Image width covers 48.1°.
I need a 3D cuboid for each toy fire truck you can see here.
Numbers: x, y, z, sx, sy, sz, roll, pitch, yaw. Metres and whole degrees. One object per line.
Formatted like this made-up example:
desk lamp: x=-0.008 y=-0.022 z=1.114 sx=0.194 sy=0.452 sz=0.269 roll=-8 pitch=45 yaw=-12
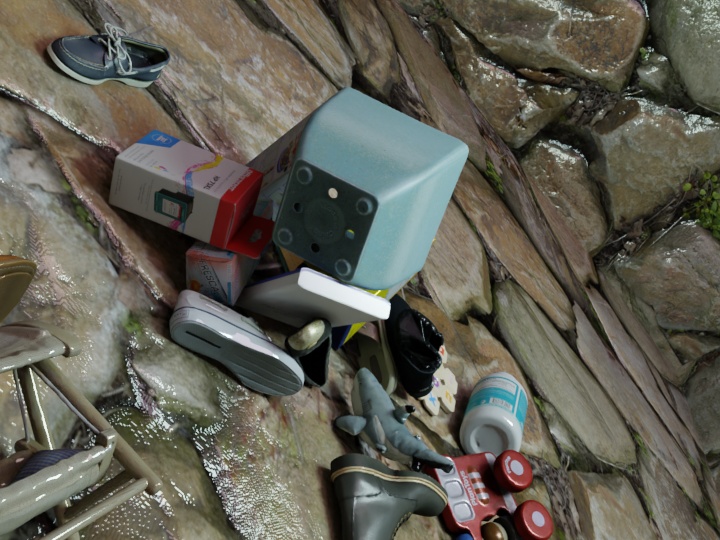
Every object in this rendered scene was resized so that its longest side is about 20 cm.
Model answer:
toy fire truck: x=0.197 y=0.385 z=1.277 sx=0.166 sy=0.112 sz=0.203 roll=0 pitch=57 yaw=-34

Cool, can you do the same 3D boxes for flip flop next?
flip flop: x=-0.002 y=0.105 z=1.264 sx=0.057 sy=0.081 sz=0.203 roll=1 pitch=64 yaw=-44

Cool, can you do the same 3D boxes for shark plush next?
shark plush: x=0.044 y=0.215 z=1.113 sx=0.090 sy=0.084 sz=0.199 roll=25 pitch=5 yaw=-38

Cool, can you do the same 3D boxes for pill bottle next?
pill bottle: x=0.250 y=0.263 z=1.487 sx=0.111 sy=0.110 sz=0.200 roll=54 pitch=25 yaw=-6

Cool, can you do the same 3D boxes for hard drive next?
hard drive: x=-0.069 y=0.041 z=1.039 sx=0.130 sy=0.199 sz=0.026 roll=22 pitch=71 yaw=-27

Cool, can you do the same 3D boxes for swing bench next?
swing bench: x=-0.293 y=0.137 z=0.604 sx=0.202 sy=0.129 sz=0.198 roll=59 pitch=25 yaw=5

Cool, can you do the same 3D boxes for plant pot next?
plant pot: x=-0.006 y=-0.090 z=1.015 sx=0.194 sy=0.198 sz=0.200 roll=27 pitch=27 yaw=12

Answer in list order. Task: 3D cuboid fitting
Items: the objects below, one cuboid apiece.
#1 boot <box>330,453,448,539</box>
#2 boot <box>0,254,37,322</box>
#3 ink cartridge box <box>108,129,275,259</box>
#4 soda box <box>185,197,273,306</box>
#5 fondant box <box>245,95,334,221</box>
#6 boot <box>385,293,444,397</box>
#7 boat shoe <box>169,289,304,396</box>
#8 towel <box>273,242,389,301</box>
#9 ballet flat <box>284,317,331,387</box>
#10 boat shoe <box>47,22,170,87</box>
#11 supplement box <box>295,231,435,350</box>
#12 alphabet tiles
boot: x=0.041 y=0.339 z=1.070 sx=0.198 sy=0.077 sz=0.140 roll=23 pitch=43 yaw=-31
boot: x=-0.382 y=-0.010 z=0.686 sx=0.154 sy=0.077 sz=0.200 roll=31 pitch=13 yaw=3
ink cartridge box: x=-0.199 y=-0.097 z=1.018 sx=0.197 sy=0.068 sz=0.117 roll=21 pitch=29 yaw=1
soda box: x=-0.170 y=-0.032 z=1.075 sx=0.201 sy=0.062 sz=0.069 roll=-70 pitch=166 yaw=-61
fondant box: x=-0.101 y=-0.158 z=1.224 sx=0.058 sy=0.199 sz=0.145 roll=42 pitch=29 yaw=-26
boot: x=0.074 y=0.094 z=1.301 sx=0.169 sy=0.075 sz=0.203 roll=93 pitch=-22 yaw=-64
boat shoe: x=-0.145 y=0.085 z=1.003 sx=0.199 sy=0.073 sz=0.067 roll=39 pitch=32 yaw=-34
towel: x=-0.052 y=-0.015 z=1.263 sx=0.144 sy=0.022 sz=0.202 roll=-15 pitch=67 yaw=-23
ballet flat: x=-0.059 y=0.107 z=1.061 sx=0.057 sy=0.066 sz=0.200 roll=61 pitch=-7 yaw=17
boat shoe: x=-0.338 y=-0.294 z=1.108 sx=0.199 sy=0.061 sz=0.076 roll=-6 pitch=67 yaw=-62
supplement box: x=0.000 y=0.000 z=1.192 sx=0.109 sy=0.109 sz=0.200 roll=42 pitch=59 yaw=11
alphabet tiles: x=0.110 y=0.163 z=1.457 sx=0.200 sy=0.014 sz=0.197 roll=49 pitch=28 yaw=-18
